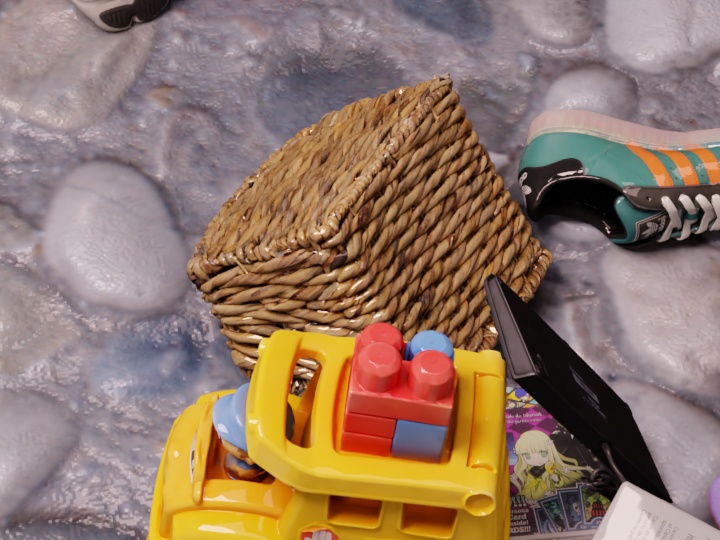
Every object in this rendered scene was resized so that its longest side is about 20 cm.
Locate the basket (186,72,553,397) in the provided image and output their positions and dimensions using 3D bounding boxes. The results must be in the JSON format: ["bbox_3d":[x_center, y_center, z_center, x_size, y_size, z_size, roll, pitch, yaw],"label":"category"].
[{"bbox_3d":[0.000,0.000,1.487,0.142,0.149,0.200,-16,24,37],"label":"basket"}]

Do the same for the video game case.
[{"bbox_3d":[0.058,0.149,1.401,0.199,0.036,0.182,-5,50,-9],"label":"video game case"}]

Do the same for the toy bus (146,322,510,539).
[{"bbox_3d":[-0.013,0.095,1.291,0.199,0.193,0.136,6,50,2],"label":"toy bus"}]

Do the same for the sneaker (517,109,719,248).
[{"bbox_3d":[0.200,-0.046,1.566,0.199,0.072,0.080,8,53,8],"label":"sneaker"}]

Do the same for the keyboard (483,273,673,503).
[{"bbox_3d":[0.127,0.089,1.348,0.021,0.200,0.128,-31,53,14],"label":"keyboard"}]

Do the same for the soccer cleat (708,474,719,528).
[{"bbox_3d":[0.287,0.165,1.381,0.200,0.077,0.067,38,56,25],"label":"soccer cleat"}]

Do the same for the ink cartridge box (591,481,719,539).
[{"bbox_3d":[0.181,0.237,1.243,0.199,0.145,0.146,28,61,11],"label":"ink cartridge box"}]

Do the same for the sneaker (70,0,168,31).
[{"bbox_3d":[-0.125,-0.244,1.699,0.199,0.081,0.083,-24,50,-23],"label":"sneaker"}]
